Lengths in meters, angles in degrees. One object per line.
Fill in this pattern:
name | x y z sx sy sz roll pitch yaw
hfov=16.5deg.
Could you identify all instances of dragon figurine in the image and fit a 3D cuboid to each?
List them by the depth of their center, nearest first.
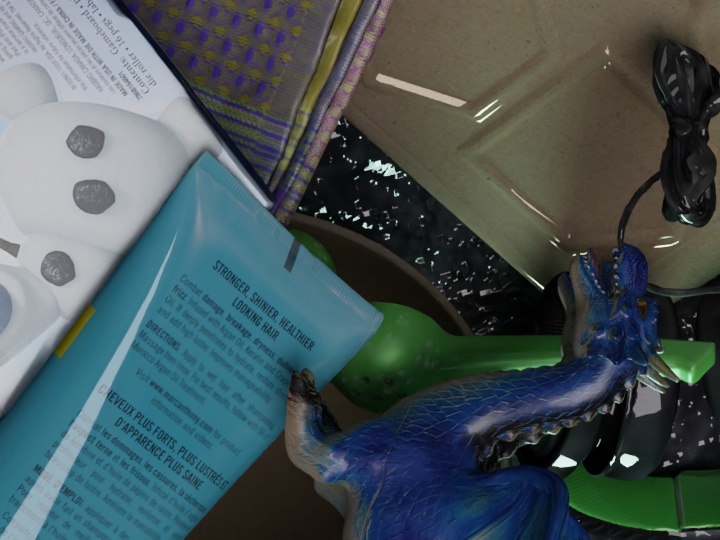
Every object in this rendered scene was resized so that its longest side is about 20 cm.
dragon figurine | 0.028 0.081 0.637 0.099 0.201 0.059 4 157 14

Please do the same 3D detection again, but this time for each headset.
headset | 0.105 0.019 0.787 0.123 0.094 0.200 -5 147 7

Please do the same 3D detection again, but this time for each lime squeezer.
lime squeezer | 0.000 0.000 0.723 0.071 0.200 0.038 -52 149 -16

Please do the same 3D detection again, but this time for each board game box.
board game box | -0.161 -0.036 0.667 0.199 0.043 0.200 -38 97 2

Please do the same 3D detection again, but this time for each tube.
tube | -0.080 0.067 0.654 0.200 0.050 0.077 -49 130 -2

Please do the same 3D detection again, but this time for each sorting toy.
sorting toy | 0.079 -0.081 0.756 0.200 0.037 0.185 38 128 -23

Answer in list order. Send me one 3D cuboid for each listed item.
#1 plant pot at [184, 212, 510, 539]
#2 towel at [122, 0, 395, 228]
plant pot | -0.046 0.098 0.769 0.199 0.201 0.135 -18 144 -2
towel | -0.087 -0.038 0.719 0.143 0.023 0.201 25 86 14
